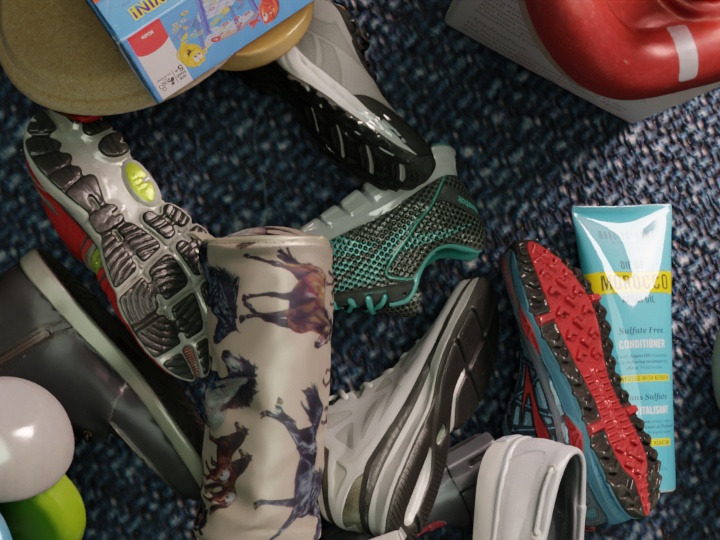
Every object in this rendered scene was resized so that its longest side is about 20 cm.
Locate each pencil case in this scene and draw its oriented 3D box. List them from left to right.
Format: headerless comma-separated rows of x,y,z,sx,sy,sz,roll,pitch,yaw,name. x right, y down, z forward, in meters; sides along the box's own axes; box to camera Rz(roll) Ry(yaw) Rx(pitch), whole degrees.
-0.062,0.073,0.703,0.089,0.078,0.202,6,97,33,pencil case

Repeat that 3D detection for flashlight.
0.012,0.186,0.784,0.199,0.068,0.068,-27,87,-11,flashlight

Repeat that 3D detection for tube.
0.191,0.054,0.817,0.077,0.050,0.202,-1,84,-18,tube

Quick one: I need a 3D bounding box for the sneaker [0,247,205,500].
-0.184,0.093,0.764,0.106,0.075,0.200,-42,87,1,sneaker

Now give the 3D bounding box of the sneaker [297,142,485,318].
0.000,0.000,0.774,0.199,0.078,0.092,-34,86,-4,sneaker

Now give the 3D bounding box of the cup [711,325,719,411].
0.338,0.091,0.742,0.198,0.143,0.202,3,112,7,cup

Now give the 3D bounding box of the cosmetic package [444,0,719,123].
0.173,-0.215,0.740,0.164,0.200,0.166,27,86,-6,cosmetic package

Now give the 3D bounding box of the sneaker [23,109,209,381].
-0.151,-0.016,0.756,0.077,0.085,0.201,-30,85,-26,sneaker

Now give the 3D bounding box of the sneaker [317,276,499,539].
0.014,0.079,0.777,0.114,0.076,0.201,10,55,29,sneaker

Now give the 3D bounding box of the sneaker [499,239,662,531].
0.123,0.079,0.785,0.079,0.095,0.202,0,68,-47,sneaker

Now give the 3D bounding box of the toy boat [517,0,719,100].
0.178,-0.163,0.574,0.198,0.131,0.132,-15,93,-5,toy boat

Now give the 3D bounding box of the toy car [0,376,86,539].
-0.268,0.151,0.682,0.198,0.151,0.176,17,126,-6,toy car

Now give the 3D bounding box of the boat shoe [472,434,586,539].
0.113,0.206,0.723,0.072,0.068,0.202,19,73,-46,boat shoe

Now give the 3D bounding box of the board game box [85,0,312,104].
-0.092,-0.228,0.694,0.199,0.056,0.196,-34,58,-5,board game box

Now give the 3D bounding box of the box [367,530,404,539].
0.017,0.267,0.721,0.094,0.078,0.201,-18,124,-1,box

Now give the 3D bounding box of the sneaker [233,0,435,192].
-0.018,-0.131,0.753,0.079,0.074,0.200,-37,64,-15,sneaker

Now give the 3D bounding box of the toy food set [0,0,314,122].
-0.140,-0.178,0.740,0.199,0.049,0.199,-33,58,-4,toy food set
